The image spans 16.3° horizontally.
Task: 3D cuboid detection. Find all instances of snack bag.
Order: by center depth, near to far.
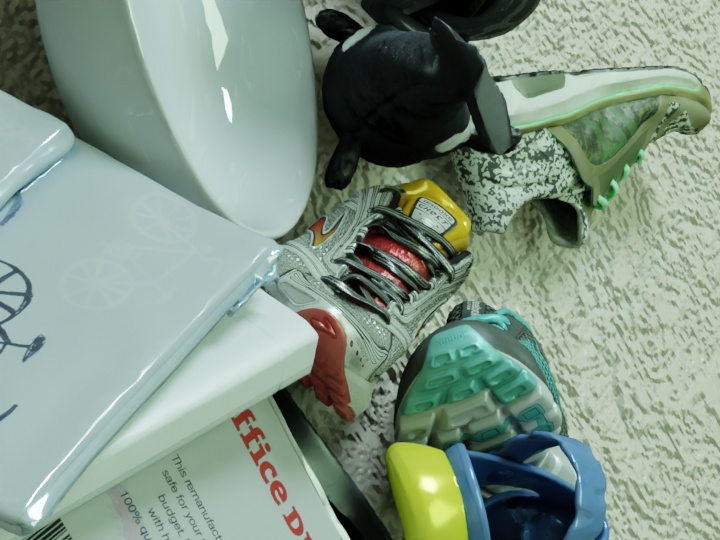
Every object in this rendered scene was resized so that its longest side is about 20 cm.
[{"bbox_3d":[-0.150,-0.004,0.896,0.199,0.021,0.189,29,42,11],"label":"snack bag"}]

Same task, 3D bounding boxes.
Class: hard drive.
[{"bbox_3d":[-0.129,0.034,0.912,0.199,0.132,0.027,-28,142,-44],"label":"hard drive"}]

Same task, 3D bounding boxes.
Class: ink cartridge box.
[{"bbox_3d":[-0.097,0.133,0.943,0.200,0.084,0.146,-38,104,-48],"label":"ink cartridge box"}]

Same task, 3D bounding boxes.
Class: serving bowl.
[{"bbox_3d":[-0.084,-0.104,1.041,0.200,0.065,0.202,-12,90,-72],"label":"serving bowl"}]

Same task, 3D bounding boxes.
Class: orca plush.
[{"bbox_3d":[0.018,-0.058,1.103,0.105,0.200,0.071,35,85,-21],"label":"orca plush"}]

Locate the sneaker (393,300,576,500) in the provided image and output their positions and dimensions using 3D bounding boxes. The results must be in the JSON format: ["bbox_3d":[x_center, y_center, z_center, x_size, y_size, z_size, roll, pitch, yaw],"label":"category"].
[{"bbox_3d":[0.051,0.052,1.124,0.200,0.077,0.092,63,12,-66],"label":"sneaker"}]

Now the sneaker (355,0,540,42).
[{"bbox_3d":[0.040,-0.132,1.143,0.087,0.074,0.200,41,12,27],"label":"sneaker"}]

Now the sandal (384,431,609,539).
[{"bbox_3d":[0.068,0.123,1.085,0.200,0.086,0.080,68,6,-68],"label":"sandal"}]

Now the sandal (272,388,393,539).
[{"bbox_3d":[-0.040,0.083,1.052,0.048,0.075,0.201,-38,109,-10],"label":"sandal"}]

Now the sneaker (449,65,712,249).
[{"bbox_3d":[0.106,-0.056,1.270,0.199,0.077,0.089,-7,95,-44],"label":"sneaker"}]

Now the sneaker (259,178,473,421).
[{"bbox_3d":[0.000,0.000,1.049,0.078,0.082,0.200,44,14,-3],"label":"sneaker"}]
